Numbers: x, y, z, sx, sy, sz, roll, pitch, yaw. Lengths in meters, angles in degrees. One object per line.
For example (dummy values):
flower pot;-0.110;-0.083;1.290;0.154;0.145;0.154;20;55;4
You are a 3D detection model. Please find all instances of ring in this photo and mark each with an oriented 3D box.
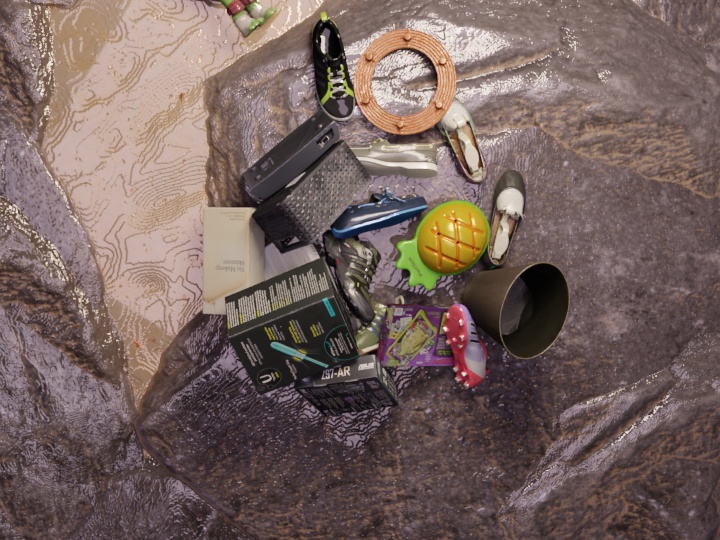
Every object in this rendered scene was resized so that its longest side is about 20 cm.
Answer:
ring;0.084;-0.361;1.612;0.198;0.019;0.203;0;90;8

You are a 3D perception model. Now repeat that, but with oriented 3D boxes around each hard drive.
hard drive;-0.130;-0.217;1.585;0.199;0.135;0.042;-40;115;1

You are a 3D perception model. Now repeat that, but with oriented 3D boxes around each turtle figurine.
turtle figurine;-0.227;-0.539;1.524;0.200;0.144;0.194;-41;103;6

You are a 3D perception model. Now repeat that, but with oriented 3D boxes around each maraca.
maraca;0.161;-0.049;1.642;0.199;0.107;0.138;-37;100;1

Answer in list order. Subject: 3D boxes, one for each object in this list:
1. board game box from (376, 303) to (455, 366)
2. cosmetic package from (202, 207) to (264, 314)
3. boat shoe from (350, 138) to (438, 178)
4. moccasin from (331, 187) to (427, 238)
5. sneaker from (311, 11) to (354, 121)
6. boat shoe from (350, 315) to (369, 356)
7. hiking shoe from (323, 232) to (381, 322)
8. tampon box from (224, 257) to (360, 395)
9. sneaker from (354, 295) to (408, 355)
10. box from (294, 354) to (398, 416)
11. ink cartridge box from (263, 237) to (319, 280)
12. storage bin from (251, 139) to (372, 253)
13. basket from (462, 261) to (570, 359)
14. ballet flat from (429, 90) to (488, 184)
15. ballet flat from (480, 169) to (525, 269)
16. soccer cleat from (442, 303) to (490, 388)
board game box;0.120;0.127;1.650;0.198;0.032;0.122;5;96;-41
cosmetic package;-0.241;-0.018;1.607;0.102;0.073;0.203;1;91;20
boat shoe;0.051;-0.220;1.630;0.199;0.072;0.061;5;76;2
moccasin;0.035;-0.121;1.626;0.198;0.081;0.069;-14;76;-21
sneaker;-0.058;-0.380;1.589;0.071;0.083;0.203;-14;99;-2
boat shoe;-0.030;0.123;1.678;0.069;0.071;0.202;-30;95;-29
hiking shoe;0.000;0.000;1.623;0.100;0.076;0.202;-21;71;-7
tampon box;-0.124;0.100;1.517;0.198;0.127;0.151;-21;125;2
sneaker;0.025;0.109;1.647;0.199;0.067;0.091;-18;85;-34
box;-0.023;0.223;1.609;0.158;0.200;0.044;-10;64;12
ink cartridge box;-0.159;0.034;1.642;0.199;0.050;0.162;-32;78;20
storage bin;-0.089;-0.136;1.555;0.094;0.135;0.200;52;57;-16
basket;0.286;0.063;1.612;0.135;0.200;0.182;24;88;-18
ballet flat;0.197;-0.259;1.634;0.069;0.071;0.202;-25;99;0
ballet flat;0.290;-0.098;1.665;0.067;0.068;0.203;11;97;-5
soccer cleat;0.214;0.143;1.673;0.076;0.066;0.202;-29;124;-27
